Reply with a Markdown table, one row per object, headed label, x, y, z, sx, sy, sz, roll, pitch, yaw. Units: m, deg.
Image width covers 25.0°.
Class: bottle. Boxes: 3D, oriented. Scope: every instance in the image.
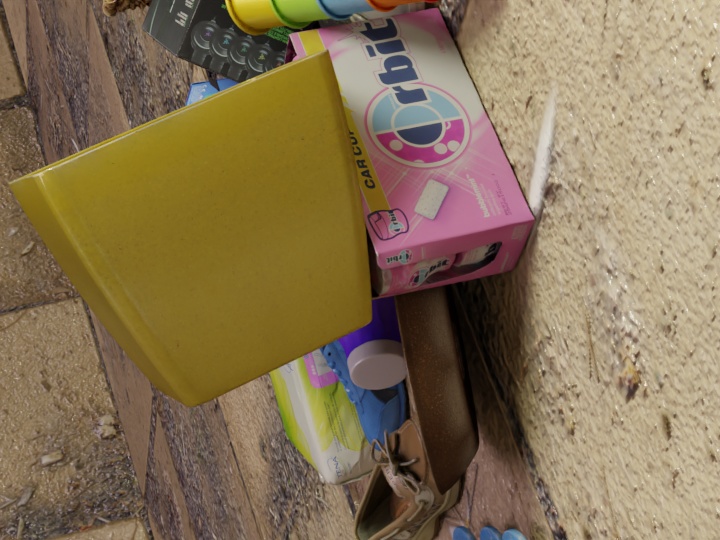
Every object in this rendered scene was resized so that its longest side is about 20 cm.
| label | x | y | z | sx | sy | sz | roll | pitch | yaw |
| --- | --- | --- | --- | --- | --- | --- | --- | --- | --- |
| bottle | 0.000 | 0.000 | 1.284 | 0.084 | 0.065 | 0.201 | 48 | -156 | -47 |

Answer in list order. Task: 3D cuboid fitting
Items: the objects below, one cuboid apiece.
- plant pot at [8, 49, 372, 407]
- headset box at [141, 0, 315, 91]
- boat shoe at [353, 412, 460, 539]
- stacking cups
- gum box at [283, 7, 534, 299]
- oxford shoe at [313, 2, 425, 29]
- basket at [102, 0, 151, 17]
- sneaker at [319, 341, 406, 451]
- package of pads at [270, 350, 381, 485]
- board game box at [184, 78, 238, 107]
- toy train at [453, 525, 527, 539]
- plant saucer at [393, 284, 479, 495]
| label | x | y | z | sx | sy | sz | roll | pitch | yaw |
| --- | --- | --- | --- | --- | --- | --- | --- | --- | --- |
| plant pot | -0.100 | -0.020 | 1.083 | 0.177 | 0.199 | 0.200 | 67 | 165 | -9 |
| headset box | -0.085 | -0.238 | 1.254 | 0.201 | 0.093 | 0.174 | -66 | 21 | 7 |
| boat shoe | 0.038 | 0.182 | 1.366 | 0.200 | 0.062 | 0.073 | 101 | 153 | -51 |
| stacking cups | 0.001 | -0.197 | 1.096 | 0.199 | 0.060 | 0.061 | 0 | 105 | 37 |
| gum box | 0.030 | -0.078 | 1.118 | 0.066 | 0.113 | 0.201 | 105 | 148 | -57 |
| oxford shoe | -0.002 | -0.207 | 1.232 | 0.200 | 0.058 | 0.076 | -167 | 68 | -70 |
| basket | -0.187 | -0.353 | 1.575 | 0.200 | 0.148 | 0.143 | 143 | 114 | -73 |
| sneaker | -0.007 | 0.072 | 1.414 | 0.066 | 0.078 | 0.201 | -136 | 36 | -59 |
| package of pads | -0.044 | 0.089 | 1.537 | 0.154 | 0.068 | 0.201 | -144 | 37 | -66 |
| board game box | -0.077 | -0.087 | 1.312 | 0.200 | 0.045 | 0.153 | -2 | 66 | 43 |
| toy train | 0.091 | 0.258 | 1.222 | 0.115 | 0.086 | 0.200 | 68 | 161 | 0 |
| plant saucer | 0.056 | 0.061 | 1.182 | 0.200 | 0.037 | 0.201 | -11 | -90 | -85 |
